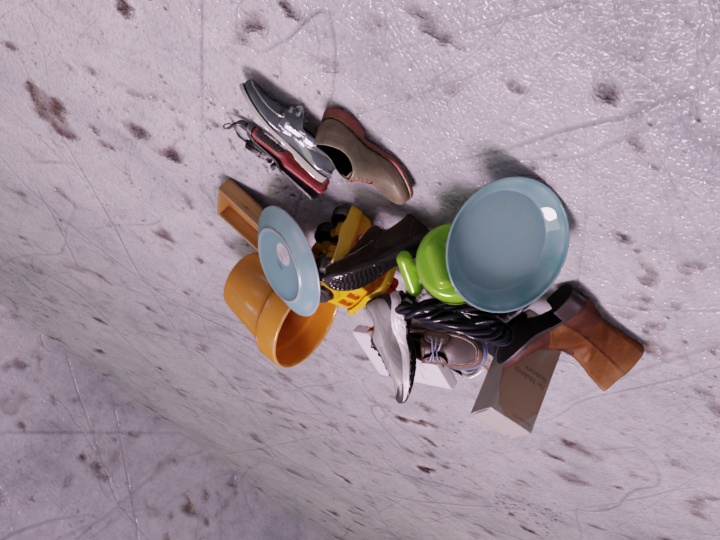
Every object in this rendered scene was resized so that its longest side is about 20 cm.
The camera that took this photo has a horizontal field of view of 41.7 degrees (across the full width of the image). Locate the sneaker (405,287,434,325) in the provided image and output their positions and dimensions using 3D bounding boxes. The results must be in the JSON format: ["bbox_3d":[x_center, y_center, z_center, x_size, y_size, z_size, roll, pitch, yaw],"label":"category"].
[{"bbox_3d":[0.121,0.052,1.683,0.097,0.076,0.201,-4,151,-4],"label":"sneaker"}]

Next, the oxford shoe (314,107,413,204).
[{"bbox_3d":[0.001,-0.156,1.447,0.199,0.076,0.070,40,150,-26],"label":"oxford shoe"}]

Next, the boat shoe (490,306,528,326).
[{"bbox_3d":[0.252,0.082,1.644,0.062,0.074,0.201,42,152,14],"label":"boat shoe"}]

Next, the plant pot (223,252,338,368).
[{"bbox_3d":[-0.171,0.062,1.898,0.182,0.201,0.201,31,158,26],"label":"plant pot"}]

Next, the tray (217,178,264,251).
[{"bbox_3d":[-0.184,-0.074,1.755,0.199,0.037,0.099,41,155,9],"label":"tray"}]

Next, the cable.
[{"bbox_3d":[0.157,0.076,1.544,0.196,0.052,0.163,17,-178,11],"label":"cable"}]

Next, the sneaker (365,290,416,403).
[{"bbox_3d":[0.055,0.135,1.654,0.078,0.074,0.204,-6,104,12],"label":"sneaker"}]

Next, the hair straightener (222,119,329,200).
[{"bbox_3d":[-0.147,-0.183,1.576,0.198,0.041,0.077,33,153,-12],"label":"hair straightener"}]

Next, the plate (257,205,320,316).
[{"bbox_3d":[-0.134,-0.012,1.645,0.200,0.025,0.203,39,140,42],"label":"plate"}]

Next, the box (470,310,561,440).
[{"bbox_3d":[0.279,0.184,1.662,0.094,0.202,0.078,31,154,-11],"label":"box"}]

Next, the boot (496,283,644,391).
[{"bbox_3d":[0.351,0.138,1.594,0.199,0.188,0.069,38,-166,-24],"label":"boot"}]

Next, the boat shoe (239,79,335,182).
[{"bbox_3d":[-0.104,-0.227,1.459,0.061,0.073,0.200,-38,112,15],"label":"boat shoe"}]

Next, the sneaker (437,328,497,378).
[{"bbox_3d":[0.190,0.163,1.851,0.078,0.080,0.199,37,154,-24],"label":"sneaker"}]

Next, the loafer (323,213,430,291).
[{"bbox_3d":[0.023,-0.031,1.550,0.072,0.197,0.073,60,164,22],"label":"loafer"}]

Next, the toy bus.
[{"bbox_3d":[0.000,0.000,1.671,0.190,0.138,0.200,28,153,-11],"label":"toy bus"}]

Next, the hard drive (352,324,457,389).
[{"bbox_3d":[0.087,0.171,1.877,0.198,0.027,0.133,6,138,46],"label":"hard drive"}]

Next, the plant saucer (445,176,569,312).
[{"bbox_3d":[0.208,-0.040,1.370,0.199,0.201,0.036,39,-177,-26],"label":"plant saucer"}]

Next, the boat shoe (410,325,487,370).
[{"bbox_3d":[0.137,0.142,1.701,0.198,0.074,0.072,3,-176,45],"label":"boat shoe"}]

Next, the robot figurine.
[{"bbox_3d":[0.149,-0.007,1.493,0.173,0.118,0.200,-21,170,8],"label":"robot figurine"}]
